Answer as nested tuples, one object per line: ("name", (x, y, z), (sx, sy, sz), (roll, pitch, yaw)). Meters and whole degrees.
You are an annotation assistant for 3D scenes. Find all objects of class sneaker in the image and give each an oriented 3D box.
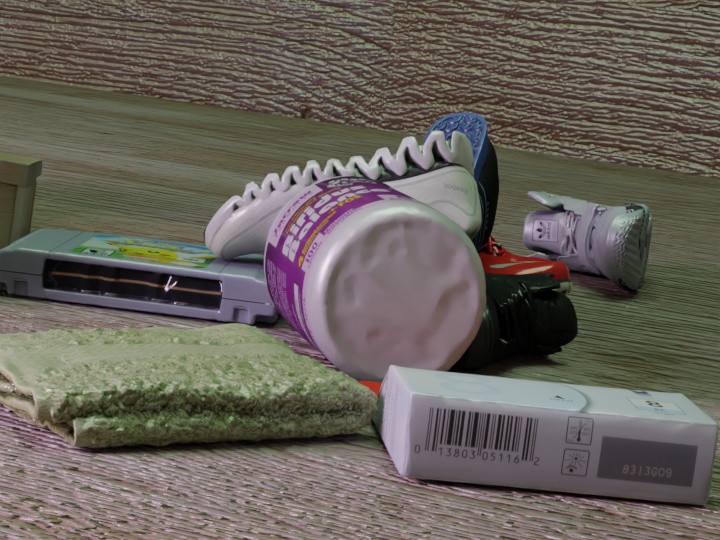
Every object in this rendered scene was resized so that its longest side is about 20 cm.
("sneaker", (0.074, -0.020, 1.596), (0.198, 0.086, 0.077), (12, 10, 33))
("sneaker", (0.060, -0.023, 1.505), (0.069, 0.078, 0.201), (5, 48, 26))
("sneaker", (-0.010, -0.036, 1.423), (0.198, 0.082, 0.075), (-15, -13, -4))
("sneaker", (0.100, 0.029, 1.364), (0.103, 0.061, 0.200), (1, 5, -8))
("sneaker", (0.196, -0.027, 1.803), (0.114, 0.076, 0.200), (8, 3, 10))

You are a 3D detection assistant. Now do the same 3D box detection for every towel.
("towel", (-0.103, 0.058, 1.076), (0.198, 0.037, 0.148), (2, 10, -33))

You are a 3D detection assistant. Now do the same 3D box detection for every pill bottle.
("pill bottle", (0.000, 0.000, 1.294), (0.111, 0.114, 0.200), (4, 8, -16))

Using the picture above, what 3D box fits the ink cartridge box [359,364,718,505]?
("ink cartridge box", (0.088, 0.071, 1.098), (0.158, 0.048, 0.200), (5, 10, -7))

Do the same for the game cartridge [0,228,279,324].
("game cartridge", (-0.150, 0.002, 1.438), (0.198, 0.041, 0.133), (7, 4, 2))

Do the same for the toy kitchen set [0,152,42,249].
("toy kitchen set", (-0.326, -0.108, 1.550), (0.198, 0.165, 0.180), (10, 9, 3))
